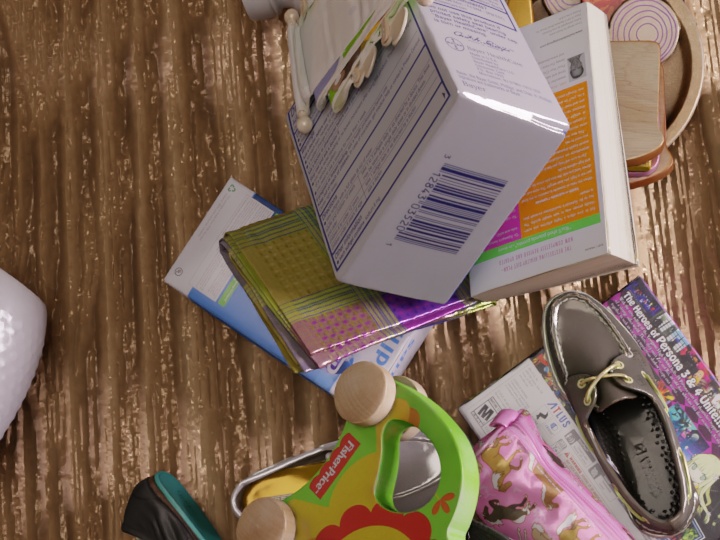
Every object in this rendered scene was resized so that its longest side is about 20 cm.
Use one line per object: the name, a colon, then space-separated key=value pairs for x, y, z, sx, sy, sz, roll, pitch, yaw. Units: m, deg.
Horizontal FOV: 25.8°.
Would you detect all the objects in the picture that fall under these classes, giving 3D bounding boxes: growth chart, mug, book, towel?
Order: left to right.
mug: x=-0.356 y=0.070 z=1.284 sx=0.199 sy=0.148 sz=0.176 roll=21 pitch=72 yaw=43
growth chart: x=-0.007 y=-0.192 z=1.176 sx=0.018 sy=0.200 sz=0.146 roll=13 pitch=56 yaw=-28
towel: x=0.000 y=0.000 z=1.223 sx=0.198 sy=0.023 sz=0.144 roll=-19 pitch=56 yaw=-30
book: x=0.134 y=-0.089 z=1.201 sx=0.133 sy=0.048 sz=0.203 roll=-16 pitch=70 yaw=35

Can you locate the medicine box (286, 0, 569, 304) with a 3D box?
medicine box: x=0.042 y=-0.113 z=1.182 sx=0.183 sy=0.102 sz=0.201 roll=-56 pitch=35 yaw=33

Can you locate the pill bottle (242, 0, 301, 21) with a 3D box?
pill bottle: x=-0.005 y=-0.271 z=1.301 sx=0.197 sy=0.112 sz=0.114 roll=-12 pitch=77 yaw=6

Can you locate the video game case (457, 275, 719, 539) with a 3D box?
video game case: x=0.204 y=0.138 z=1.221 sx=0.181 sy=0.036 sz=0.201 roll=-36 pitch=75 yaw=2

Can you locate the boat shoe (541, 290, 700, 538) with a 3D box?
boat shoe: x=0.195 y=0.102 z=1.179 sx=0.071 sy=0.060 sz=0.203 roll=-25 pitch=76 yaw=3

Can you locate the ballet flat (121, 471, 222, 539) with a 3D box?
ballet flat: x=-0.117 y=0.247 z=1.242 sx=0.200 sy=0.068 sz=0.069 roll=43 pitch=98 yaw=25

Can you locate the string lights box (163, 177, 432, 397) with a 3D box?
string lights box: x=-0.048 y=0.023 z=1.274 sx=0.199 sy=0.059 sz=0.103 roll=33 pitch=85 yaw=14

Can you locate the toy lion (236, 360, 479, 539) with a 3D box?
toy lion: x=0.015 y=0.195 z=1.119 sx=0.191 sy=0.068 sz=0.201 roll=40 pitch=97 yaw=37

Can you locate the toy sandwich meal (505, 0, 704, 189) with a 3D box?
toy sandwich meal: x=0.185 y=-0.164 z=1.269 sx=0.202 sy=0.070 sz=0.208 roll=-2 pitch=78 yaw=9

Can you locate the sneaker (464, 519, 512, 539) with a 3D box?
sneaker: x=0.065 y=0.236 z=1.178 sx=0.198 sy=0.120 sz=0.085 roll=-4 pitch=67 yaw=40

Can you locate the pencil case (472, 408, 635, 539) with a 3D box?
pencil case: x=0.156 y=0.195 z=1.158 sx=0.087 sy=0.083 sz=0.200 roll=-47 pitch=74 yaw=6

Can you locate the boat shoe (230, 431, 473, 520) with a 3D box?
boat shoe: x=-0.008 y=0.164 z=1.233 sx=0.197 sy=0.070 sz=0.072 roll=-11 pitch=77 yaw=7
